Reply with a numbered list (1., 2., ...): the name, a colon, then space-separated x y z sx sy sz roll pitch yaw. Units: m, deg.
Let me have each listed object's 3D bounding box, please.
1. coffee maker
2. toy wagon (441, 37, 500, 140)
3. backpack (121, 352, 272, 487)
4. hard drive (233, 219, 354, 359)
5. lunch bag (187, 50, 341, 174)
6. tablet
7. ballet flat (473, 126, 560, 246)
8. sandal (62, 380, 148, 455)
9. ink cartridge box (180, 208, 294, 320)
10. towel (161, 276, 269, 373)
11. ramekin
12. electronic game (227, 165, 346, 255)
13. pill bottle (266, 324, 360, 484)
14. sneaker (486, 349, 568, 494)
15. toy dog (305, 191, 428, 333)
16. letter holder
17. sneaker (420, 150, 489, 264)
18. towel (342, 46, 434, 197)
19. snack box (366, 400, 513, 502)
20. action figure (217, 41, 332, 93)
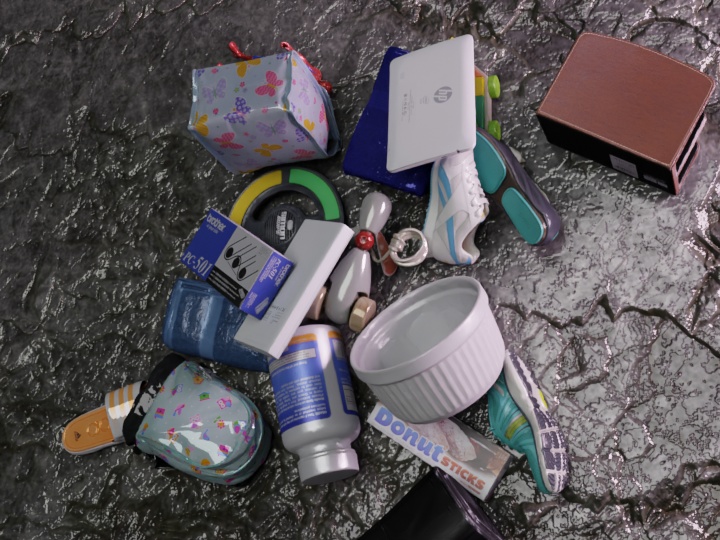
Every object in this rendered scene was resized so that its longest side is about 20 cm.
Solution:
1. coffee maker: 0.066 0.358 1.384 0.200 0.192 0.135 -44 66 5
2. toy wagon: 0.125 -0.249 1.607 0.153 0.040 0.203 -4 75 20
3. backpack: -0.227 0.223 1.570 0.198 0.127 0.168 25 79 19
4. hard drive: -0.094 0.022 1.532 0.202 0.026 0.131 -59 26 -11
5. lunch bag: -0.135 -0.220 1.614 0.167 0.200 0.129 -7 65 20
6. tablet: 0.095 -0.229 1.503 0.128 0.014 0.202 -14 55 24
7. ballet flat: 0.211 -0.119 1.526 0.073 0.073 0.201 -36 71 8
8. sandal: -0.374 0.225 1.665 0.205 0.059 0.080 -26 68 13
9. ink cartridge box: -0.180 -0.012 1.583 0.199 0.044 0.095 33 91 51
10. towel: -0.202 0.081 1.643 0.197 0.048 0.113 11 81 23
11. ramekin: 0.095 0.109 1.443 0.198 0.201 0.106 -30 109 12
12. electronic game: -0.114 -0.061 1.646 0.197 0.042 0.203 -7 70 19
13. pill bottle: -0.062 0.186 1.525 0.111 0.112 0.203 -17 70 16
14. sneaker: 0.210 0.204 1.445 0.079 0.077 0.202 -35 58 22
15. toy dog: 0.000 0.000 1.561 0.132 0.096 0.200 41 86 12
16. letter holder: 0.359 -0.215 1.475 0.198 0.101 0.143 27 85 25
17. sneaker: 0.139 -0.106 1.519 0.080 0.076 0.203 15 115 20
18. towel: 0.069 -0.211 1.576 0.146 0.049 0.202 20 84 32
19. snack box: 0.106 0.227 1.496 0.199 0.024 0.072 31 89 25
20. action figure: -0.135 -0.315 1.696 0.198 0.099 0.066 20 75 22
